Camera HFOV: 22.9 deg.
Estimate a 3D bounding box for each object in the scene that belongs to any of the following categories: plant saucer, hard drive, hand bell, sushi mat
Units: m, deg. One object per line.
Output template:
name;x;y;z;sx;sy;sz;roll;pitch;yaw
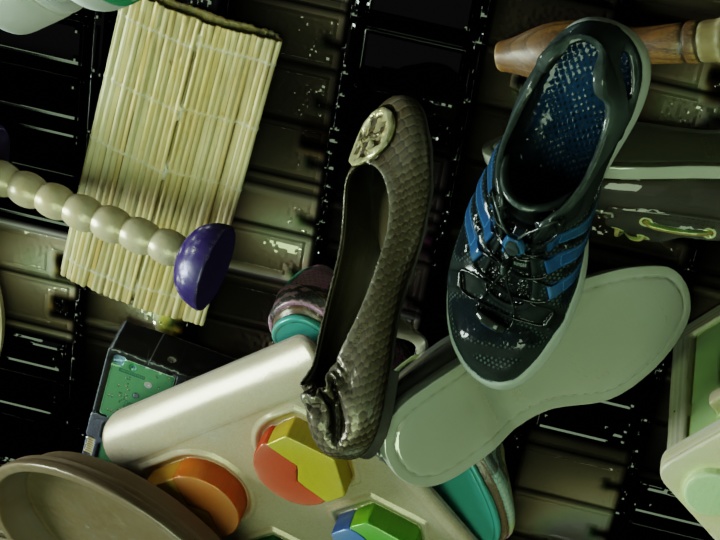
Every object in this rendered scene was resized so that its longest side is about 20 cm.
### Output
plant saucer;-0.144;0.179;1.111;0.198;0.030;0.201;23;146;17
hard drive;-0.075;0.125;1.118;0.198;0.038;0.141;19;122;0
hand bell;0.163;-0.115;0.909;0.198;0.104;0.105;-1;121;28
sushi mat;-0.113;-0.062;1.029;0.095;0.012;0.201;20;122;1

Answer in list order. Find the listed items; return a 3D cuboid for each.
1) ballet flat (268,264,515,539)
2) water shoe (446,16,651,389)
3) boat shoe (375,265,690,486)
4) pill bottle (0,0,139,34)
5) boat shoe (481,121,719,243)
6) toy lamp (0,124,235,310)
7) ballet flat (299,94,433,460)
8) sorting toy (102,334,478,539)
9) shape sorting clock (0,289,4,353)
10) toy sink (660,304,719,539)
ballet flat;0.030;0.072;1.042;0.200;0.071;0.069;46;137;-12
water shoe;0.080;-0.030;0.883;0.071;0.079;0.202;24;110;19
boat shoe;0.090;0.050;0.987;0.200;0.060;0.073;-28;107;-15
pill bottle;-0.108;-0.199;0.888;0.198;0.113;0.114;-21;114;23
boat shoe;0.164;-0.042;0.944;0.199;0.072;0.061;1;116;9
toy lamp;-0.170;-0.038;1.019;0.198;0.058;0.059;24;123;11
ballet flat;0.000;0.000;0.952;0.046;0.202;0.067;14;168;-21
sorting toy;-0.040;0.145;1.060;0.184;0.037;0.201;-23;113;37
shape sorting clock;-0.319;0.020;1.109;0.198;0.039;0.202;6;122;9
toy sink;0.239;0.087;0.929;0.130;0.201;0.112;-35;109;29
